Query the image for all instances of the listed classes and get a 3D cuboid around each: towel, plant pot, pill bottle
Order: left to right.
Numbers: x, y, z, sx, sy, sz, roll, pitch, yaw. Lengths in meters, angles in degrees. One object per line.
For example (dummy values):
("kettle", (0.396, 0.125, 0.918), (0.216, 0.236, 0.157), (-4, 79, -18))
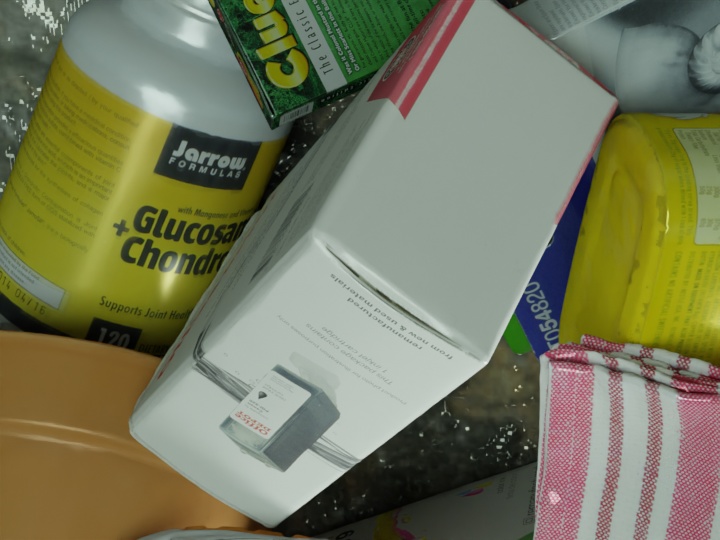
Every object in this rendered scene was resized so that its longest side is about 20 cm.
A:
("plant pot", (-0.141, 0.129, 0.920), (0.199, 0.200, 0.141), (8, 67, 7))
("pill bottle", (-0.095, -0.057, 0.915), (0.112, 0.112, 0.201), (25, 112, 1))
("towel", (0.154, 0.115, 0.760), (0.199, 0.030, 0.147), (15, 115, 27))

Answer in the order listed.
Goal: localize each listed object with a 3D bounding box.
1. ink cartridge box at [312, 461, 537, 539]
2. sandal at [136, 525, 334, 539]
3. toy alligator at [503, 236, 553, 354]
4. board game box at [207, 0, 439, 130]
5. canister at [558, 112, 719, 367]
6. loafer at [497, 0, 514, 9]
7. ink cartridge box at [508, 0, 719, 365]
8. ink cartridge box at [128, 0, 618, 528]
("ink cartridge box", (0.035, 0.174, 0.955), (0.199, 0.145, 0.088), (-22, 103, 16))
("sandal", (-0.020, 0.146, 0.825), (0.206, 0.059, 0.080), (-3, 92, -6))
("toy alligator", (0.073, -0.005, 0.932), (0.054, 0.059, 0.200), (-32, 113, 16))
("board game box", (-0.034, -0.170, 0.843), (0.104, 0.023, 0.201), (-24, 82, -12))
("canister", (0.194, 0.002, 0.828), (0.199, 0.087, 0.149), (-1, 127, -15))
("loafer", (0.005, -0.158, 0.890), (0.072, 0.063, 0.200), (-29, 85, -6))
("ink cartridge box", (0.142, -0.051, 0.855), (0.199, 0.041, 0.200), (-26, 127, 4))
("ink cartridge box", (0.000, 0.000, 0.803), (0.085, 0.146, 0.200), (36, 145, -9))
